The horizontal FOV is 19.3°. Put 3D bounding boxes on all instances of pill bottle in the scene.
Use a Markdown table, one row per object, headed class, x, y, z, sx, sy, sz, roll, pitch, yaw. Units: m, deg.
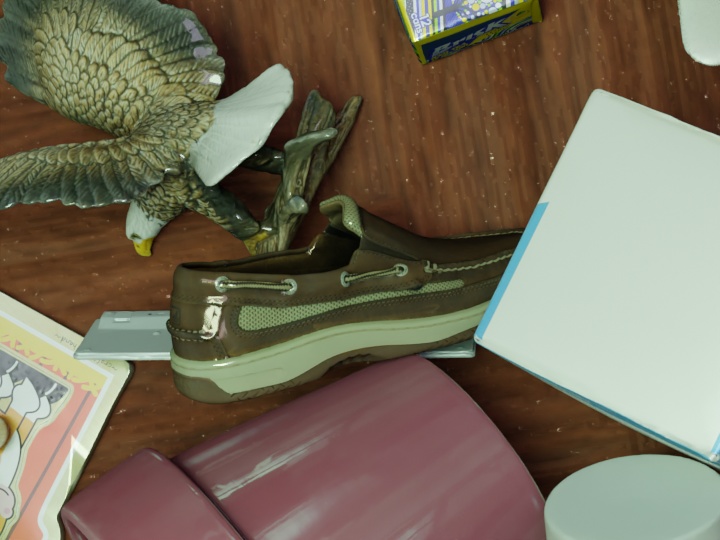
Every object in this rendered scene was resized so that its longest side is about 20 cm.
| class | x | y | z | sx | sy | sz | roll | pitch | yaw |
| --- | --- | --- | --- | --- | --- | --- | --- | --- | --- |
| pill bottle | 0.137 | 0.190 | 0.967 | 0.111 | 0.111 | 0.200 | -9 | 113 | 5 |

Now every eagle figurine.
| class | x | y | z | sx | sy | sz | roll | pitch | yaw |
| --- | --- | --- | --- | --- | --- | --- | --- | --- | --- |
| eagle figurine | -0.117 | -0.061 | 1.048 | 0.200 | 0.152 | 0.151 | 22 | 107 | 2 |

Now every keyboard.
| class | x | y | z | sx | sy | sz | roll | pitch | yaw |
| --- | --- | --- | --- | --- | --- | --- | --- | --- | --- |
| keyboard | -0.041 | 0.034 | 1.065 | 0.200 | 0.056 | 0.011 | -1 | 113 | 5 |

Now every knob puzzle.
| class | x | y | z | sx | sy | sz | roll | pitch | yaw |
| --- | --- | --- | --- | --- | --- | --- | --- | --- | --- |
| knob puzzle | -0.241 | 0.095 | 1.091 | 0.219 | 0.030 | 0.220 | 0 | 85 | 5 |

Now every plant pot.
| class | x | y | z | sx | sy | sz | roll | pitch | yaw |
| --- | --- | --- | --- | --- | --- | --- | --- | --- | --- |
| plant pot | -0.013 | 0.140 | 0.995 | 0.179 | 0.200 | 0.200 | -37 | 82 | -15 |

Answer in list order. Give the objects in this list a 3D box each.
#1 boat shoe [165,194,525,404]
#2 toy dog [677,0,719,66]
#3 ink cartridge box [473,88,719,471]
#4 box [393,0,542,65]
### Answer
| class | x | y | z | sx | sy | sz | roll | pitch | yaw |
| --- | --- | --- | --- | --- | --- | --- | --- | --- | --- |
| boat shoe | 0.003 | 0.001 | 1.000 | 0.202 | 0.075 | 0.075 | -17 | 108 | -29 |
| toy dog | 0.200 | -0.133 | 1.039 | 0.200 | 0.132 | 0.096 | 28 | 119 | 14 |
| ink cartridge box | 0.161 | 0.020 | 0.986 | 0.125 | 0.200 | 0.129 | 25 | 87 | 25 |
| box | 0.027 | -0.213 | 1.077 | 0.070 | 0.064 | 0.200 | -20 | 83 | 3 |
